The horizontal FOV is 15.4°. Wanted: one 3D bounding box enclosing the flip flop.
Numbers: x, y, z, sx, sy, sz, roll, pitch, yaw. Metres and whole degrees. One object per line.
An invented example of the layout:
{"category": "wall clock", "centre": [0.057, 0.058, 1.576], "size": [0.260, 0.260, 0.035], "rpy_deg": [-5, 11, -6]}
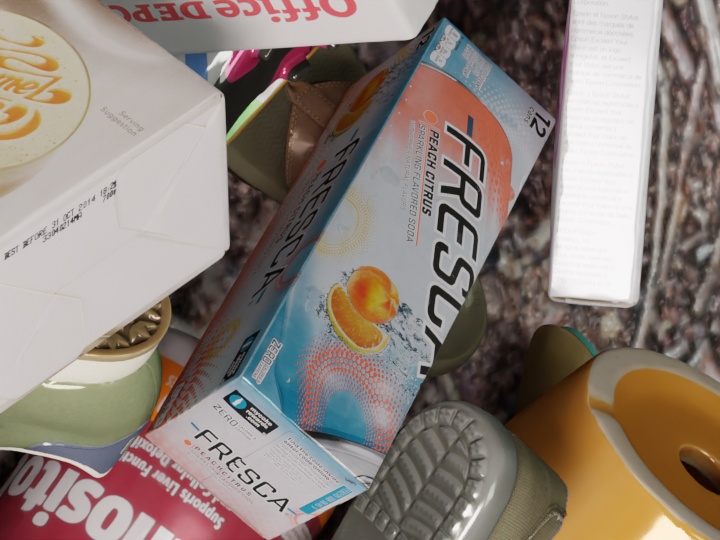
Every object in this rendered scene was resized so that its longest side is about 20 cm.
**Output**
{"category": "flip flop", "centre": [-0.004, -0.041, 1.093], "size": [0.081, 0.058, 0.200], "rpy_deg": [-41, 108, -25]}

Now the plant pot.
{"category": "plant pot", "centre": [0.089, 0.138, 1.054], "size": [0.200, 0.200, 0.183], "rpy_deg": [17, 123, -36]}

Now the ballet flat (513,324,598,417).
{"category": "ballet flat", "centre": [0.098, 0.124, 1.185], "size": [0.063, 0.069, 0.201], "rpy_deg": [-27, 109, -25]}

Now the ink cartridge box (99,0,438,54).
{"category": "ink cartridge box", "centre": [-0.063, -0.168, 0.876], "size": [0.200, 0.145, 0.084], "rpy_deg": [61, 41, -38]}

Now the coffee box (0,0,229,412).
{"category": "coffee box", "centre": [-0.152, -0.056, 0.897], "size": [0.114, 0.200, 0.080], "rpy_deg": [-35, 147, -28]}

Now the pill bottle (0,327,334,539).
{"category": "pill bottle", "centre": [-0.101, 0.128, 1.011], "size": [0.113, 0.113, 0.200], "rpy_deg": [45, 69, -31]}

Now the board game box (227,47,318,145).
{"category": "board game box", "centre": [-0.068, -0.100, 1.038], "size": [0.096, 0.030, 0.200], "rpy_deg": [43, 69, -5]}

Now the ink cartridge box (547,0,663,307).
{"category": "ink cartridge box", "centre": [0.104, -0.101, 1.090], "size": [0.043, 0.196, 0.201], "rpy_deg": [4, 100, 5]}

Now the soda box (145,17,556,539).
{"category": "soda box", "centre": [0.000, 0.000, 0.988], "size": [0.064, 0.068, 0.200], "rpy_deg": [41, 50, -15]}

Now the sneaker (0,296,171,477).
{"category": "sneaker", "centre": [-0.167, 0.027, 0.951], "size": [0.090, 0.199, 0.067], "rpy_deg": [98, 7, -47]}

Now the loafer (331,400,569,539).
{"category": "loafer", "centre": [0.010, 0.137, 0.958], "size": [0.070, 0.075, 0.200], "rpy_deg": [18, 119, -39]}

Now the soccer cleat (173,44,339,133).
{"category": "soccer cleat", "centre": [-0.067, -0.086, 0.987], "size": [0.200, 0.086, 0.070], "rpy_deg": [-55, 163, -25]}
